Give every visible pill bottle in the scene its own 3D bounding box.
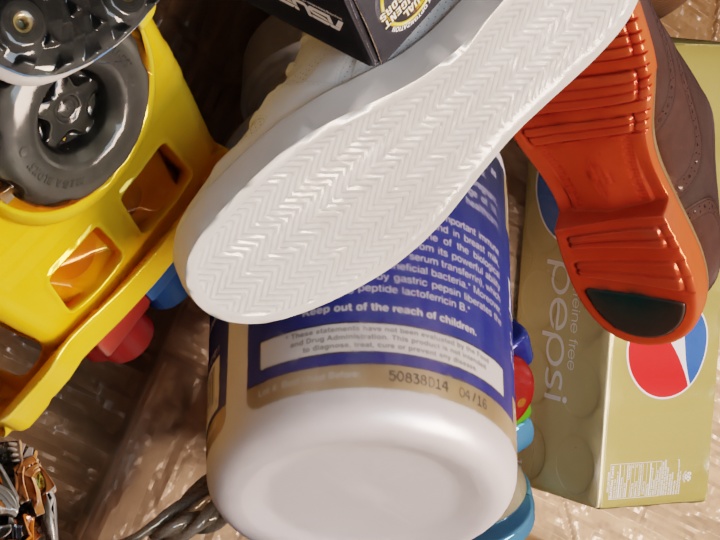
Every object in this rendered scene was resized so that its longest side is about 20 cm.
[{"bbox_3d":[0.000,0.000,1.130,0.115,0.116,0.201,26,49,-35],"label":"pill bottle"}]

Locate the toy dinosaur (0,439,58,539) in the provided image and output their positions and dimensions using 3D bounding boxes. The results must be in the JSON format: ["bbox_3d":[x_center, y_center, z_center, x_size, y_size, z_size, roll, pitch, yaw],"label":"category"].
[{"bbox_3d":[-0.161,0.140,0.995,0.135,0.102,0.201,32,39,-29],"label":"toy dinosaur"}]

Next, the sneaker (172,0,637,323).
[{"bbox_3d":[-0.004,-0.072,1.076,0.200,0.116,0.074,-40,132,-9],"label":"sneaker"}]

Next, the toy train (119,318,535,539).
[{"bbox_3d":[-0.014,0.100,1.214,0.200,0.085,0.116,-32,132,-18],"label":"toy train"}]

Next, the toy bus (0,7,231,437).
[{"bbox_3d":[-0.141,-0.011,1.080,0.200,0.135,0.192,-49,137,-15],"label":"toy bus"}]

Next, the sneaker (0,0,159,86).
[{"bbox_3d":[-0.099,-0.129,0.997,0.072,0.072,0.201,34,43,-22],"label":"sneaker"}]

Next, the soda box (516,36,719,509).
[{"bbox_3d":[0.113,-0.002,1.280,0.064,0.068,0.201,0,98,-35],"label":"soda box"}]

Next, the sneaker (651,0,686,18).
[{"bbox_3d":[0.087,-0.178,1.233,0.073,0.085,0.200,-30,143,12],"label":"sneaker"}]

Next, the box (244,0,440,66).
[{"bbox_3d":[-0.022,-0.177,1.077,0.161,0.200,0.049,-50,145,-17],"label":"box"}]

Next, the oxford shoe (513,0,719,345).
[{"bbox_3d":[0.100,-0.071,1.184,0.073,0.071,0.201,-53,135,-47],"label":"oxford shoe"}]
